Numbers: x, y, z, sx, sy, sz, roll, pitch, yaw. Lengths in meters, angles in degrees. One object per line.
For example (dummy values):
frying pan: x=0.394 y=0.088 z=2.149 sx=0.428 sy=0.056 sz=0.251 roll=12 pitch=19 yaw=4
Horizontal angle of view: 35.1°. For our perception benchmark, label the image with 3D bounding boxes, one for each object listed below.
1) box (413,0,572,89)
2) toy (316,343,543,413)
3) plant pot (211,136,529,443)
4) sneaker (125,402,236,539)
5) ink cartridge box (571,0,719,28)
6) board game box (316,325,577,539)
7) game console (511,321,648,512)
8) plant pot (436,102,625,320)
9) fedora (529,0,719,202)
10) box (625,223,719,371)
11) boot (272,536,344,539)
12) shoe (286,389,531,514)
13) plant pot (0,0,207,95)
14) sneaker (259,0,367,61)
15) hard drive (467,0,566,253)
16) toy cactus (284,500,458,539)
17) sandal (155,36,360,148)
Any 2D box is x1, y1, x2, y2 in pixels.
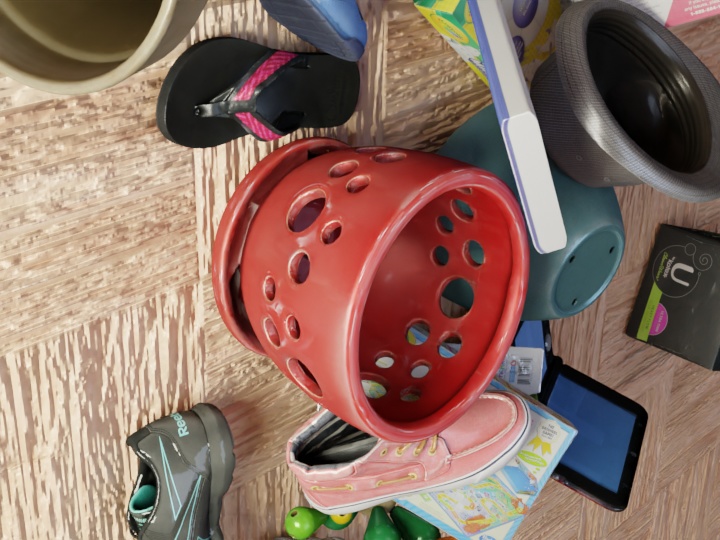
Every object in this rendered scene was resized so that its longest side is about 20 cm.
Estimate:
box: x=0.121 y=-0.237 z=0.977 sx=0.199 sy=0.048 sz=0.119 roll=32 pitch=83 yaw=-49
toy: x=0.059 y=0.118 z=1.013 sx=0.047 sy=0.196 sz=0.118 roll=-100 pitch=-166 yaw=-82
plant pot: x=0.000 y=0.000 z=0.846 sx=0.199 sy=0.181 sz=0.204 roll=-25 pitch=126 yaw=-39
sneaker: x=-0.144 y=0.202 z=0.881 sx=0.078 sy=0.075 sz=0.204 roll=-9 pitch=107 yaw=-34
ink cartridge box: x=0.235 y=-0.309 z=0.952 sx=0.202 sy=0.144 sz=0.083 roll=65 pitch=29 yaw=-28
board game box: x=0.067 y=0.140 z=0.974 sx=0.198 sy=0.034 sz=0.136 roll=32 pitch=95 yaw=-6
game console: x=0.209 y=0.110 z=1.119 sx=0.200 sy=0.117 sz=0.175 roll=-48 pitch=133 yaw=-60
plant pot: x=0.155 y=-0.034 z=1.013 sx=0.198 sy=0.135 sz=0.203 roll=-26 pitch=137 yaw=-27
fedora: x=0.214 y=-0.126 z=0.938 sx=0.198 sy=0.090 sz=0.180 roll=22 pitch=56 yaw=-29
box: x=0.445 y=0.034 z=1.418 sx=0.198 sy=0.123 sz=0.151 roll=3 pitch=105 yaw=-50
boot: x=-0.059 y=0.338 z=1.027 sx=0.095 sy=0.073 sz=0.204 roll=7 pitch=101 yaw=-43
shoe: x=0.040 y=0.133 z=0.899 sx=0.197 sy=0.072 sz=0.091 roll=-19 pitch=149 yaw=3
plant pot: x=-0.124 y=-0.217 z=0.616 sx=0.173 sy=0.197 sz=0.203 roll=-38 pitch=135 yaw=-51
sneaker: x=-0.040 y=-0.224 z=0.780 sx=0.083 sy=0.073 sz=0.200 roll=-57 pitch=141 yaw=-15
hard drive: x=0.113 y=-0.130 z=0.858 sx=0.025 sy=0.202 sz=0.133 roll=-15 pitch=135 yaw=9
toy cactus: x=0.017 y=0.230 z=1.006 sx=0.197 sy=0.166 sz=0.103 roll=14 pitch=123 yaw=-18
sandal: x=-0.061 y=-0.128 z=0.822 sx=0.198 sy=0.045 sz=0.076 roll=-13 pitch=118 yaw=-45
